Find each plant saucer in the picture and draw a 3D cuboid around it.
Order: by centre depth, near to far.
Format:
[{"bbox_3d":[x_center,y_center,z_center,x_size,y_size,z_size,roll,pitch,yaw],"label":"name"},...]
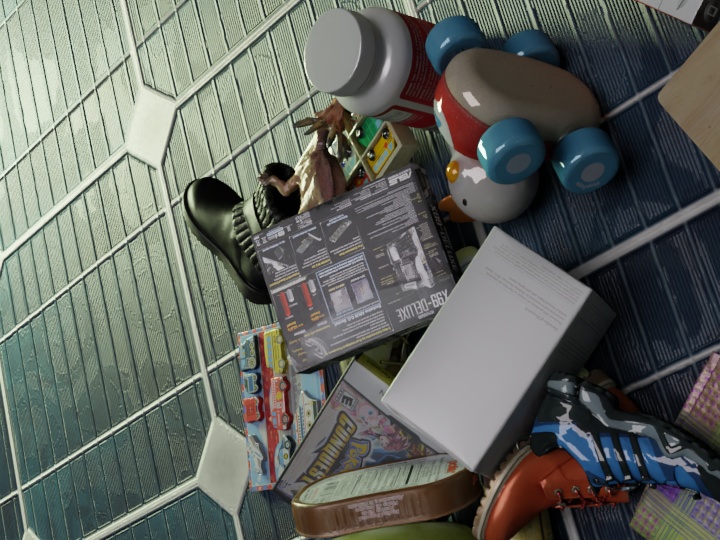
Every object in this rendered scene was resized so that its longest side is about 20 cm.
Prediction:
[{"bbox_3d":[0.035,0.286,1.292,0.199,0.198,0.032,-26,63,40],"label":"plant saucer"}]

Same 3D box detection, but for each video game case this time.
[{"bbox_3d":[0.020,0.219,1.379,0.180,0.025,0.201,36,114,9],"label":"video game case"}]

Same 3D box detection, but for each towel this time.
[{"bbox_3d":[0.335,0.184,1.132,0.143,0.023,0.202,37,113,39],"label":"towel"}]

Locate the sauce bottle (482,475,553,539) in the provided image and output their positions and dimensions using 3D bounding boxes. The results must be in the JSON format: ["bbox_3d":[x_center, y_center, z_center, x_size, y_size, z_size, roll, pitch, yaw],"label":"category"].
[{"bbox_3d":[0.157,0.229,1.277,0.064,0.064,0.203,-19,71,42],"label":"sauce bottle"}]

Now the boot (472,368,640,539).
[{"bbox_3d":[0.196,0.200,1.196,0.200,0.075,0.107,-46,65,-2],"label":"boot"}]

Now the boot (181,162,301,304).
[{"bbox_3d":[-0.137,-0.080,1.560,0.212,0.079,0.159,49,140,25],"label":"boot"}]

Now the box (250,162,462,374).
[{"bbox_3d":[0.000,0.000,1.327,0.198,0.050,0.160,-23,78,15],"label":"box"}]

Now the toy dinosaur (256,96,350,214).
[{"bbox_3d":[-0.040,-0.097,1.413,0.136,0.085,0.202,-52,48,47],"label":"toy dinosaur"}]

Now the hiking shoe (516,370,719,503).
[{"bbox_3d":[0.244,0.168,1.134,0.198,0.074,0.088,27,93,27],"label":"hiking shoe"}]

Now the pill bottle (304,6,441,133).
[{"bbox_3d":[0.039,-0.214,1.338,0.111,0.198,0.114,-5,82,43],"label":"pill bottle"}]

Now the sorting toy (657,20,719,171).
[{"bbox_3d":[0.389,-0.153,1.076,0.201,0.069,0.200,-52,54,28],"label":"sorting toy"}]

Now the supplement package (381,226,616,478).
[{"bbox_3d":[0.135,0.084,1.218,0.119,0.121,0.201,34,91,26],"label":"supplement package"}]

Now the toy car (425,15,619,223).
[{"bbox_3d":[0.129,-0.115,1.275,0.201,0.175,0.186,-60,39,38],"label":"toy car"}]

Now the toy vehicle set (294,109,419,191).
[{"bbox_3d":[-0.012,-0.124,1.475,0.201,0.026,0.125,-55,51,40],"label":"toy vehicle set"}]

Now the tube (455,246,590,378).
[{"bbox_3d":[0.155,0.063,1.307,0.201,0.051,0.058,54,152,29],"label":"tube"}]

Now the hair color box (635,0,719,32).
[{"bbox_3d":[0.278,-0.312,1.206,0.200,0.063,0.112,39,112,41],"label":"hair color box"}]

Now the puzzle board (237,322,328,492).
[{"bbox_3d":[-0.097,0.165,1.566,0.150,0.017,0.203,-17,75,43],"label":"puzzle board"}]

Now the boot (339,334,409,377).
[{"bbox_3d":[0.046,0.064,1.399,0.154,0.072,0.202,-39,60,32],"label":"boot"}]

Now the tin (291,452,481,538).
[{"bbox_3d":[0.025,0.229,1.294,0.197,0.112,0.042,-12,101,11],"label":"tin"}]
